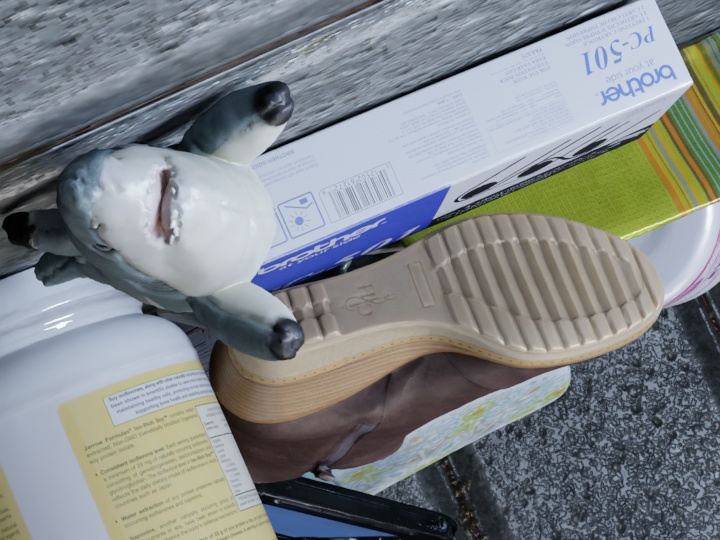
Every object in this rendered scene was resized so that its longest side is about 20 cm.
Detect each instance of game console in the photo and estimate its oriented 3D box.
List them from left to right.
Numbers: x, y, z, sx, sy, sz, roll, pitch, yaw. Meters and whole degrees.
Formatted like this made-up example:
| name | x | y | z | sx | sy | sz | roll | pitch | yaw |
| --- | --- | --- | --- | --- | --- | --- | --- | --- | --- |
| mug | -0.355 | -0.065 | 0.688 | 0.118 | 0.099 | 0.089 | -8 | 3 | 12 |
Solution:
| name | x | y | z | sx | sy | sz | roll | pitch | yaw |
| --- | --- | --- | --- | --- | --- | --- | --- | --- | --- |
| game console | -0.072 | 0.181 | 1.187 | 0.176 | 0.117 | 0.200 | -7 | 162 | 42 |

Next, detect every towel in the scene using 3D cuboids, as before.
| name | x | y | z | sx | sy | sz | roll | pitch | yaw |
| --- | --- | --- | --- | --- | --- | --- | --- | --- | --- |
| towel | 0.035 | 0.070 | 1.198 | 0.171 | 0.048 | 0.200 | -29 | 163 | 0 |
| towel | 0.112 | -0.050 | 1.000 | 0.200 | 0.086 | 0.018 | -23 | 150 | -9 |

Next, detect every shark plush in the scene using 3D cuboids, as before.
| name | x | y | z | sx | sy | sz | roll | pitch | yaw |
| --- | --- | --- | --- | --- | --- | --- | --- | --- | --- |
| shark plush | -0.084 | -0.023 | 0.728 | 0.083 | 0.091 | 0.200 | -1 | -173 | -21 |

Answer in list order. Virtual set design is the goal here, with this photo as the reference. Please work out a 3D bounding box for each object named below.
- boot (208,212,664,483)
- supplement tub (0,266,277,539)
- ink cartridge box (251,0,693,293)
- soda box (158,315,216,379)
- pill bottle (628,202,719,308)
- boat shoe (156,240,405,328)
| name | x | y | z | sx | sy | sz | roll | pitch | yaw |
| --- | --- | --- | --- | --- | --- | --- | --- | --- | --- |
| boot | 0.028 | 0.042 | 0.958 | 0.200 | 0.072 | 0.166 | -7 | 157 | -9 |
| supplement tub | -0.117 | 0.106 | 0.885 | 0.145 | 0.200 | 0.145 | -23 | 174 | -3 |
| ink cartridge box | 0.032 | -0.048 | 0.872 | 0.200 | 0.044 | 0.094 | -23 | 173 | -8 |
| soda box | -0.018 | 0.014 | 1.133 | 0.200 | 0.064 | 0.068 | -27 | 173 | 31 |
| pill bottle | 0.153 | -0.034 | 1.139 | 0.113 | 0.113 | 0.200 | -26 | 174 | 17 |
| boat shoe | 0.000 | 0.000 | 1.026 | 0.199 | 0.068 | 0.074 | 0 | 173 | 8 |
